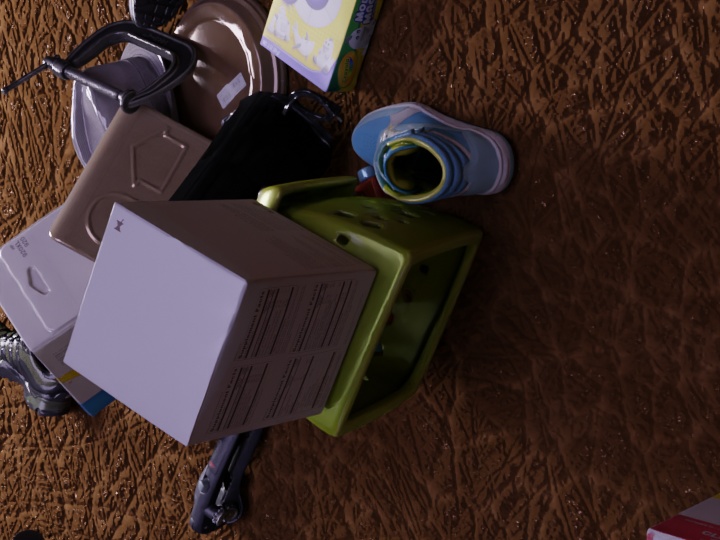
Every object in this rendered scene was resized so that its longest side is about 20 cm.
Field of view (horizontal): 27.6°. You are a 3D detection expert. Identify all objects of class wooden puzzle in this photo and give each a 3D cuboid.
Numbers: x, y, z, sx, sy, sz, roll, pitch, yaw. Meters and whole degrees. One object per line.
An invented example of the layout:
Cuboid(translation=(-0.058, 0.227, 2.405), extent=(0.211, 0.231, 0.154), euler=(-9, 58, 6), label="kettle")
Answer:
Cuboid(translation=(-0.223, -0.070, 1.655), extent=(0.199, 0.046, 0.186), euler=(27, 77, 4), label="wooden puzzle")

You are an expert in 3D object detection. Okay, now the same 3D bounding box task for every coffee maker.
Cuboid(translation=(-0.129, -0.080, 1.520), extent=(0.134, 0.201, 0.192), euler=(29, 153, 3), label="coffee maker")

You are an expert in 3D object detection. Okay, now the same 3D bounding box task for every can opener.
Cuboid(translation=(-0.158, 0.228, 1.732), extent=(0.079, 0.063, 0.201), euler=(43, 124, 31), label="can opener")

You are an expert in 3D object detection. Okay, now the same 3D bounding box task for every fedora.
Cuboid(translation=(-0.289, -0.179, 1.748), extent=(0.176, 0.090, 0.202), euler=(-16, 85, 57), label="fedora")

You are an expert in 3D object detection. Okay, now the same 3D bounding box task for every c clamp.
Cuboid(translation=(-0.289, -0.227, 1.689), extent=(0.199, 0.171, 0.027), euler=(21, 144, 34), label="c clamp")

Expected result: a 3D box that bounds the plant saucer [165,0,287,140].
Cuboid(translation=(-0.160, -0.221, 1.681), extent=(0.199, 0.029, 0.202), euler=(8, 102, 42), label="plant saucer")

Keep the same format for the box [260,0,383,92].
Cuboid(translation=(-0.028, -0.300, 1.526), extent=(0.117, 0.048, 0.201), euler=(38, 120, 33), label="box")

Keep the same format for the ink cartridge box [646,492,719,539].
Cuboid(translation=(0.311, 0.261, 1.188), extent=(0.083, 0.199, 0.146), euler=(9, 104, 39), label="ink cartridge box")

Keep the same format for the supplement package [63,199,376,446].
Cuboid(translation=(-0.118, 0.038, 1.265), extent=(0.151, 0.199, 0.152), euler=(29, 107, 27), label="supplement package")

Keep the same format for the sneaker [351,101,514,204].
Cuboid(translation=(0.038, -0.117, 1.435), extent=(0.199, 0.130, 0.080), euler=(15, 109, 42), label="sneaker")

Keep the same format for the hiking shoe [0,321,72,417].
Cuboid(translation=(-0.451, 0.107, 1.999), extent=(0.200, 0.076, 0.101), euler=(38, 113, 23), label="hiking shoe")

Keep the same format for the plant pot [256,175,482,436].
Cuboid(translation=(-0.021, 0.017, 1.429), extent=(0.181, 0.199, 0.201), euler=(30, 109, 19), label="plant pot")

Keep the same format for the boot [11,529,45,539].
Cuboid(translation=(-0.450, 0.469, 2.066), extent=(0.075, 0.073, 0.201), euler=(-42, 62, 60), label="boot")

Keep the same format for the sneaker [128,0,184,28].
Cuboid(translation=(-0.243, -0.385, 1.713), extent=(0.087, 0.075, 0.202), euler=(22, 105, 50), label="sneaker")

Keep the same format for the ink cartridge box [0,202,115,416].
Cuboid(translation=(-0.332, 0.045, 1.747), extent=(0.147, 0.144, 0.200), euler=(49, 171, 27), label="ink cartridge box")

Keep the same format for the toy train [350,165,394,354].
Cuboid(translation=(0.000, 0.000, 1.544), extent=(0.150, 0.055, 0.202), euler=(-22, 82, 44), label="toy train")
